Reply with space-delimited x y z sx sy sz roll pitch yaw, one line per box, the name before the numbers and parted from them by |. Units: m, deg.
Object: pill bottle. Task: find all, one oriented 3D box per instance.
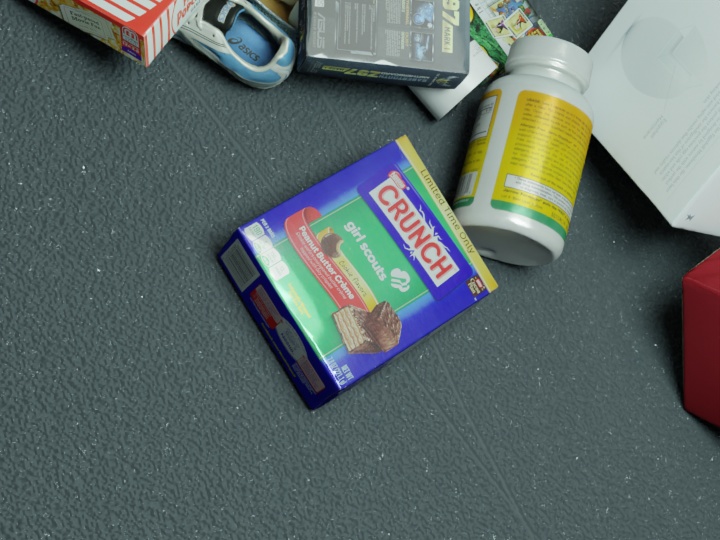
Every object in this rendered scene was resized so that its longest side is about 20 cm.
pill bottle | 0.160 -0.116 1.397 0.112 0.113 0.202 20 74 -17

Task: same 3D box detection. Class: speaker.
speaker | 0.041 -0.243 1.421 0.200 0.081 0.081 49 61 -1

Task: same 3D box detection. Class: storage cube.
storage cube | 0.428 0.065 1.396 0.171 0.201 0.179 -35 44 -29

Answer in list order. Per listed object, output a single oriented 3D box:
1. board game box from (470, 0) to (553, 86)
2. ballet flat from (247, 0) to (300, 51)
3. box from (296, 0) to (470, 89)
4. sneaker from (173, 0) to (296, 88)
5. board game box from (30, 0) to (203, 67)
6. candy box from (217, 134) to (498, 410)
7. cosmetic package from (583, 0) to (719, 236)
board game box | 0.104 -0.296 1.500 0.105 0.023 0.201 -35 89 -27
ballet flat | -0.075 -0.265 1.383 0.199 0.074 0.075 34 62 -10
box | 0.023 -0.276 1.353 0.156 0.051 0.202 3 79 -13
sneaker | -0.147 -0.237 1.335 0.199 0.073 0.072 28 64 -6
board game box | -0.228 -0.287 1.297 0.199 0.046 0.152 29 62 11
candy box | 0.000 0.000 1.320 0.199 0.077 0.170 -31 86 -30
cosmetic package | 0.335 -0.174 1.408 0.122 0.200 0.201 8 38 -43
